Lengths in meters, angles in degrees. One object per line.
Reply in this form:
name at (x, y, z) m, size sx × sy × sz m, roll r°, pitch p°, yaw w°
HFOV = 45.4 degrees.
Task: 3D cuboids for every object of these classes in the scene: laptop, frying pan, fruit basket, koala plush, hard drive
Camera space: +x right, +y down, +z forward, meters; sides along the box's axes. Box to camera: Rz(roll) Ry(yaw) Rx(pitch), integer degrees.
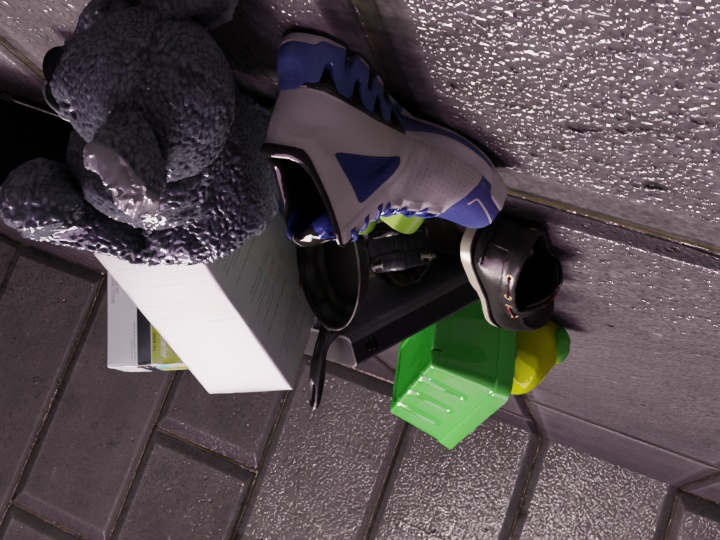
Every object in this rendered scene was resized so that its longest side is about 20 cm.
laptop at (-0.365, -0.125, 1.012) m, size 0.184 × 0.118 × 0.200 m, roll 20°, pitch 170°, yaw 12°
frying pan at (-0.020, 0.031, 0.752) m, size 0.030 × 0.195 × 0.114 m, roll -10°, pitch -175°, yaw -29°
fruit basket at (0.154, 0.114, 1.020) m, size 0.210 × 0.158 × 0.217 m, roll 7°, pitch 150°, yaw 4°
koala plush at (-0.125, -0.097, 0.536) m, size 0.180 × 0.181 × 0.200 m, roll 21°, pitch 163°, yaw -7°
hard drive at (0.034, 0.033, 0.872) m, size 0.197 × 0.034 × 0.138 m, roll -25°, pitch -164°, yaw -30°

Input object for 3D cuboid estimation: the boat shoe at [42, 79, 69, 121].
boat shoe at (-0.188, -0.130, 0.703) m, size 0.198 × 0.074 × 0.061 m, roll 22°, pitch -165°, yaw 37°

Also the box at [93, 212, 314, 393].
box at (-0.125, 0.000, 0.766) m, size 0.095 × 0.126 × 0.202 m, roll -6°, pitch 136°, yaw 23°

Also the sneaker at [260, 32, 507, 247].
sneaker at (0.003, -0.059, 0.592) m, size 0.198 × 0.117 × 0.080 m, roll 29°, pitch 168°, yaw -35°

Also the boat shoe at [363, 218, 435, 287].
boat shoe at (0.035, -0.014, 0.829) m, size 0.074 × 0.062 × 0.200 m, roll -13°, pitch 171°, yaw 7°

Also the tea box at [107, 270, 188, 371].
tea box at (-0.290, 0.052, 1.361) m, size 0.192 × 0.205 × 0.134 m, roll -2°, pitch 170°, yaw -2°

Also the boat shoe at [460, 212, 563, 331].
boat shoe at (0.147, 0.014, 0.779) m, size 0.062 × 0.075 × 0.202 m, roll 24°, pitch 168°, yaw 30°

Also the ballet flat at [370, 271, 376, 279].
ballet flat at (0.000, 0.000, 1.011) m, size 0.195 × 0.073 × 0.071 m, roll 1°, pitch 171°, yaw -4°

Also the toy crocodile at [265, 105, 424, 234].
toy crocodile at (-0.031, -0.087, 0.693) m, size 0.196 × 0.062 × 0.068 m, roll 22°, pitch 128°, yaw 1°

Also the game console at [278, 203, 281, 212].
game console at (-0.102, -0.060, 0.801) m, size 0.197 × 0.119 × 0.176 m, roll 23°, pitch 170°, yaw -11°
